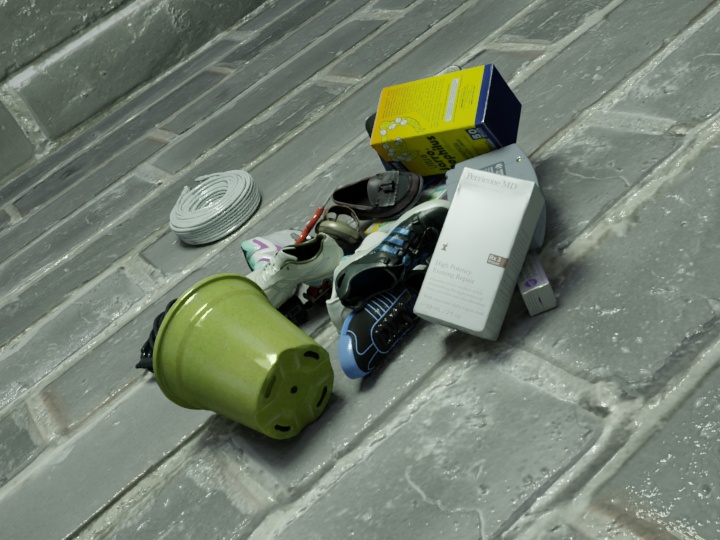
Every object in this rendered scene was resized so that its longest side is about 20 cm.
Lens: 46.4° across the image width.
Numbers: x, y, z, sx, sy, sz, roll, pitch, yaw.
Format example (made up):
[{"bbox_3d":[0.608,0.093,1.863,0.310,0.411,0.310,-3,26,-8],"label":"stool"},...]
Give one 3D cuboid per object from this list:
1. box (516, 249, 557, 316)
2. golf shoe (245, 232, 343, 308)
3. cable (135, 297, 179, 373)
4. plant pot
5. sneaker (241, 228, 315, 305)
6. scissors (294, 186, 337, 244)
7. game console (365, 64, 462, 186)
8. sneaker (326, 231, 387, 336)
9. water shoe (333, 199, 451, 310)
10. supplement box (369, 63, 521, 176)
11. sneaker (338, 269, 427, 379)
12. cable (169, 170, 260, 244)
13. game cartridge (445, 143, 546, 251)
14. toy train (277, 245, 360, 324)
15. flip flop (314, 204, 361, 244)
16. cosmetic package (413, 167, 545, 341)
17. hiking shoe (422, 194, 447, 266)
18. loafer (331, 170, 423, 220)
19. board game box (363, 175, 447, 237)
[{"bbox_3d":[0.220,-0.015,1.139,0.039,0.042,0.200,-23,30,11],"label":"box"},{"bbox_3d":[-0.123,-0.001,1.264,0.199,0.097,0.079,-26,55,-3],"label":"golf shoe"},{"bbox_3d":[-0.281,0.094,1.400,0.162,0.051,0.200,-7,36,34],"label":"cable"},{"bbox_3d":[-0.141,0.126,1.116,0.184,0.201,0.200,23,58,42],"label":"plant pot"},{"bbox_3d":[-0.109,-0.016,1.395,0.139,0.078,0.200,-24,41,-9],"label":"sneaker"},{"bbox_3d":[-0.075,-0.093,1.421,0.073,0.014,0.200,-56,6,21],"label":"scissors"},{"bbox_3d":[0.106,-0.229,1.409,0.199,0.119,0.171,-30,19,20],"label":"game console"},{"bbox_3d":[0.000,0.000,1.244,0.075,0.089,0.201,-10,41,30],"label":"sneaker"},{"bbox_3d":[0.055,-0.014,1.133,0.200,0.072,0.079,-36,30,14],"label":"water shoe"},{"bbox_3d":[0.132,-0.225,1.300,0.199,0.109,0.110,-5,61,36],"label":"supplement box"},{"bbox_3d":[0.038,0.065,1.147,0.078,0.070,0.200,-15,31,37],"label":"sneaker"},{"bbox_3d":[-0.304,-0.131,1.747,0.199,0.069,0.200,-10,36,30],"label":"cable"},{"bbox_3d":[0.189,-0.092,1.175,0.133,0.041,0.201,-21,42,21],"label":"game cartridge"},{"bbox_3d":[-0.060,0.024,1.318,0.200,0.046,0.034,-40,31,-18],"label":"toy train"},{"bbox_3d":[-0.033,-0.078,1.366,0.081,0.058,0.200,13,2,-1],"label":"flip flop"},{"bbox_3d":[0.152,-0.021,1.066,0.101,0.074,0.201,16,83,26],"label":"cosmetic package"},{"bbox_3d":[0.165,-0.071,1.258,0.100,0.076,0.200,22,63,39],"label":"hiking shoe"},{"bbox_3d":[0.022,-0.120,1.352,0.200,0.063,0.072,-10,64,58],"label":"loafer"},{"bbox_3d":[0.111,-0.114,1.363,0.200,0.034,0.134,-46,21,-26],"label":"board game box"}]
